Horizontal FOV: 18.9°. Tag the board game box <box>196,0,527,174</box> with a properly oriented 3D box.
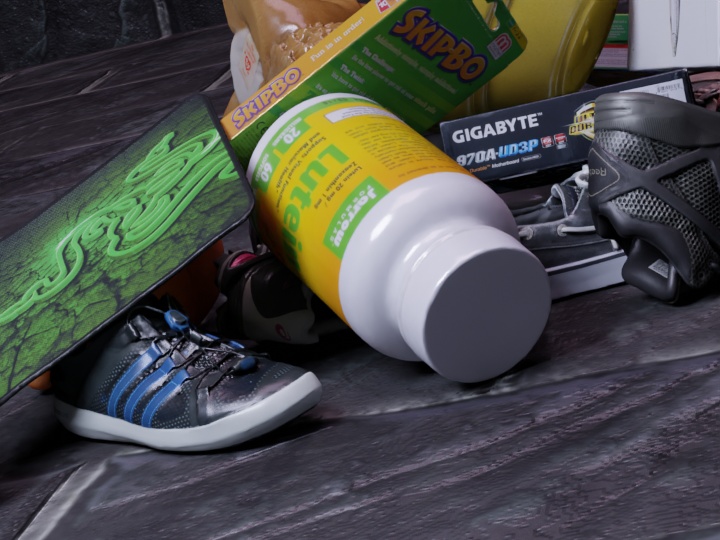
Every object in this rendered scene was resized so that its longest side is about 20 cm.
[{"bbox_3d":[0.004,-0.108,1.322,0.200,0.096,0.030,-36,46,3],"label":"board game box"}]

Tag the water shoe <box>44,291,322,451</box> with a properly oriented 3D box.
[{"bbox_3d":[-0.110,0.054,1.217,0.199,0.079,0.071,-3,17,41],"label":"water shoe"}]

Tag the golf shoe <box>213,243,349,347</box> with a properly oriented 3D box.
[{"bbox_3d":[0.000,0.000,1.389,0.200,0.077,0.088,-31,35,-35],"label":"golf shoe"}]

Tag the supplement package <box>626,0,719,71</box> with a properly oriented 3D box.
[{"bbox_3d":[0.250,-0.185,1.375,0.117,0.117,0.200,0,4,-9],"label":"supplement package"}]

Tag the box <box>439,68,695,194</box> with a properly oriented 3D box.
[{"bbox_3d":[0.145,-0.087,1.430,0.158,0.046,0.200,-12,-2,10],"label":"box"}]

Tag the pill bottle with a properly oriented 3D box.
[{"bbox_3d":[0.022,-0.017,1.238,0.111,0.111,0.200,-19,33,-21],"label":"pill bottle"}]

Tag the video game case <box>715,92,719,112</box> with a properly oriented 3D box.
[{"bbox_3d":[0.313,-0.121,1.465,0.142,0.017,0.200,-4,39,23],"label":"video game case"}]

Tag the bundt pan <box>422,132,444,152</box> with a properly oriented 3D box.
[{"bbox_3d":[0.062,-0.092,1.671,0.201,0.076,0.202,-13,12,3],"label":"bundt pan"}]

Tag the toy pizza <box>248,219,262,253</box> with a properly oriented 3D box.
[{"bbox_3d":[-0.001,-0.081,1.441,0.032,0.201,0.200,35,35,19],"label":"toy pizza"}]

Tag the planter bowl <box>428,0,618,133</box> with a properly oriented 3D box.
[{"bbox_3d":[0.120,-0.170,1.456,0.083,0.201,0.200,25,26,16],"label":"planter bowl"}]

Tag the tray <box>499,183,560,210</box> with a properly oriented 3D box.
[{"bbox_3d":[0.047,-0.029,1.538,0.199,0.022,0.107,-9,13,23],"label":"tray"}]

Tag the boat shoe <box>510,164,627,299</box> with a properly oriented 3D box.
[{"bbox_3d":[0.138,-0.029,1.333,0.199,0.068,0.074,-15,13,-3],"label":"boat shoe"}]

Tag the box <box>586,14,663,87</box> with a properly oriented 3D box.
[{"bbox_3d":[0.241,-0.156,1.672,0.117,0.049,0.200,7,-1,44],"label":"box"}]

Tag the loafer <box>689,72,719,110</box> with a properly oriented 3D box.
[{"bbox_3d":[0.269,-0.103,1.527,0.199,0.072,0.063,-1,24,36],"label":"loafer"}]

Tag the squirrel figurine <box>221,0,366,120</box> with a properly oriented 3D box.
[{"bbox_3d":[0.010,-0.155,1.583,0.186,0.142,0.200,-7,12,-24],"label":"squirrel figurine"}]

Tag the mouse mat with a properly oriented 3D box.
[{"bbox_3d":[-0.155,-0.014,1.273,0.200,0.008,0.161,-36,33,5],"label":"mouse mat"}]

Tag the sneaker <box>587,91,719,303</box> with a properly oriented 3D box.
[{"bbox_3d":[0.220,-0.030,1.271,0.199,0.115,0.076,11,-2,-21],"label":"sneaker"}]

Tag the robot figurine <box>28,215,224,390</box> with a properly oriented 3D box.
[{"bbox_3d":[-0.153,0.008,1.387,0.143,0.117,0.200,-6,13,10],"label":"robot figurine"}]
